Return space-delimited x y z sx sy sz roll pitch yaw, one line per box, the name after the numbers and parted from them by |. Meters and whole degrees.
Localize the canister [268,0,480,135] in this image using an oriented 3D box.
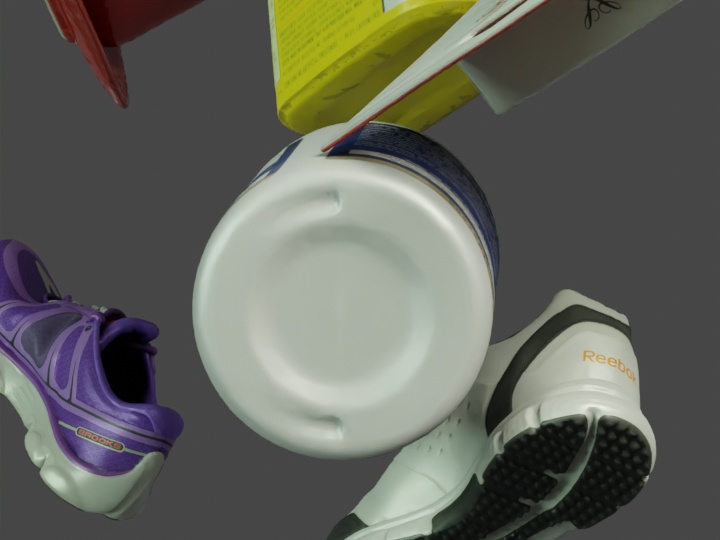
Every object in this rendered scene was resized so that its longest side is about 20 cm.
0.013 -0.172 1.188 0.148 0.086 0.201 -32 56 50 | canister

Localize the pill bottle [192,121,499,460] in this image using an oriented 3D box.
0.000 0.000 1.069 0.200 0.111 0.112 -66 -6 -79 | pill bottle

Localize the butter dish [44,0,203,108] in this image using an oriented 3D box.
-0.105 -0.220 1.346 0.200 0.147 0.201 69 -174 -55 | butter dish

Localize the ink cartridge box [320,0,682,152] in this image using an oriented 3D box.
0.097 -0.109 0.975 0.200 0.044 0.174 -31 12 50 | ink cartridge box

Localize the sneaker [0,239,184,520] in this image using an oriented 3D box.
-0.142 0.044 1.398 0.084 0.081 0.200 -51 46 12 | sneaker

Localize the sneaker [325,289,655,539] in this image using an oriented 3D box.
0.050 0.083 1.084 0.200 0.074 0.080 -41 32 40 | sneaker
